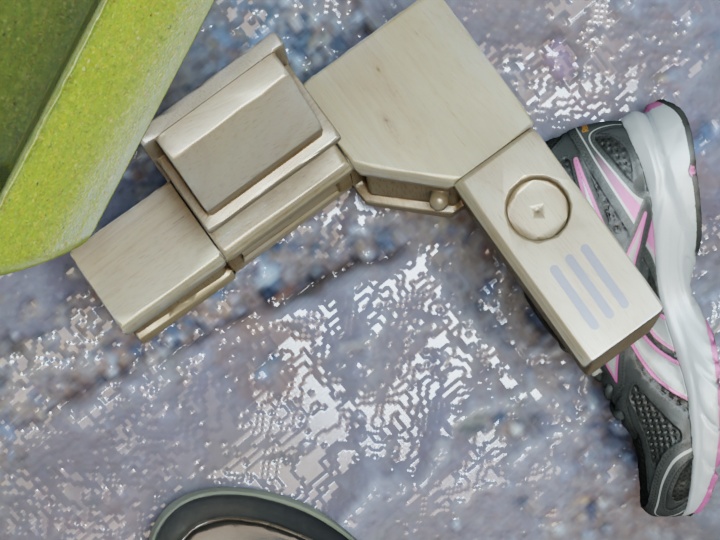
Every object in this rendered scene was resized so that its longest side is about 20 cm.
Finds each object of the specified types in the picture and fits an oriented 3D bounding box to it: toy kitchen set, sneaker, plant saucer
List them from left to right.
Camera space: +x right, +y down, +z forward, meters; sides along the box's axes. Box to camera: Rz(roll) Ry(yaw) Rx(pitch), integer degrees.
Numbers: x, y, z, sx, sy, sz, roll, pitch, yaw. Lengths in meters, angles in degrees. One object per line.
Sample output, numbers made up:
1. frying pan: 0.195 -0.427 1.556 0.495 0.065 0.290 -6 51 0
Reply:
1. plant saucer: -0.114 -0.098 0.924 0.048 0.200 0.201 26 96 -21
2. sneaker: -0.007 0.175 1.056 0.199 0.106 0.075 31 94 -17
3. toy kitchen set: 0.000 0.000 0.957 0.200 0.163 0.181 -35 81 -2
4. sneaker: 0.124 0.021 1.078 0.086 0.080 0.201 -8 96 2
